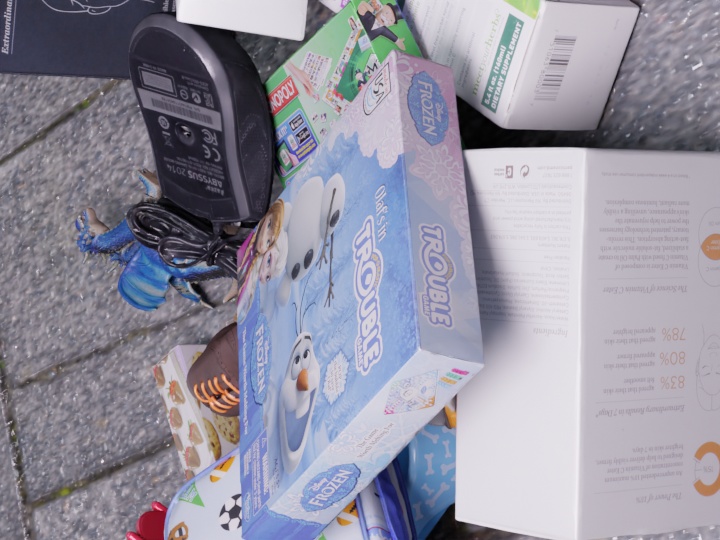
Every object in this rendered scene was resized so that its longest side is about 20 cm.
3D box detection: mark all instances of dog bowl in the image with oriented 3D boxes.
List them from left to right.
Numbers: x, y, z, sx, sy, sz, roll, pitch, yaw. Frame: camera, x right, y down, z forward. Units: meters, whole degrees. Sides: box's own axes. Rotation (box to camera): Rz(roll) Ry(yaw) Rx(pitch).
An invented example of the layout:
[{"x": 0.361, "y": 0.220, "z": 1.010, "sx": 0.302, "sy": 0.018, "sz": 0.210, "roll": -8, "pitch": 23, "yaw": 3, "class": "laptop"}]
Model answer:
[{"x": 0.009, "y": 0.145, "z": 1.378, "sx": 0.111, "sy": 0.049, "sz": 0.200, "roll": 39, "pitch": 121, "yaw": 42, "class": "dog bowl"}]

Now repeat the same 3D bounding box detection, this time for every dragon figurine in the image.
[{"x": -0.131, "y": -0.004, "z": 1.542, "sx": 0.200, "sy": 0.059, "sz": 0.100, "roll": 45, "pitch": 124, "yaw": 41, "class": "dragon figurine"}]

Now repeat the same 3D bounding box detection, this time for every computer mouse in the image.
[{"x": -0.096, "y": -0.085, "z": 1.406, "sx": 0.138, "sy": 0.053, "sz": 0.200, "roll": 24, "pitch": 136, "yaw": 32, "class": "computer mouse"}]

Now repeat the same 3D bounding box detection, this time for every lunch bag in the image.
[{"x": -0.032, "y": 0.183, "z": 1.276, "sx": 0.160, "sy": 0.076, "sz": 0.200, "roll": -33, "pitch": 46, "yaw": 19, "class": "lunch bag"}]

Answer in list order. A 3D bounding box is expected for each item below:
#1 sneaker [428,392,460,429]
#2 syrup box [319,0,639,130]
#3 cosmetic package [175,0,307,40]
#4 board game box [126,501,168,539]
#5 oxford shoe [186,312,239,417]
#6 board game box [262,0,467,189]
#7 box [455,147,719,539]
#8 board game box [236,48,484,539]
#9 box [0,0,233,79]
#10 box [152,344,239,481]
[{"x": 0.021, "y": 0.046, "z": 1.262, "sx": 0.200, "sy": 0.077, "sz": 0.079, "roll": -132, "pitch": 43, "yaw": -83, "class": "sneaker"}, {"x": 0.061, "y": -0.158, "z": 1.287, "sx": 0.200, "sy": 0.081, "sz": 0.079, "roll": 39, "pitch": 120, "yaw": 41, "class": "syrup box"}, {"x": -0.071, "y": -0.215, "z": 1.378, "sx": 0.200, "sy": 0.081, "sz": 0.113, "roll": -103, "pitch": 23, "yaw": -74, "class": "cosmetic package"}, {"x": -0.161, "y": 0.201, "z": 1.420, "sx": 0.039, "sy": 0.200, "sz": 0.158, "roll": 37, "pitch": 158, "yaw": 0, "class": "board game box"}, {"x": -0.068, "y": 0.067, "z": 1.390, "sx": 0.071, "sy": 0.073, "sz": 0.200, "roll": 48, "pitch": 176, "yaw": -4, "class": "oxford shoe"}, {"x": -0.002, "y": -0.075, "z": 1.332, "sx": 0.135, "sy": 0.029, "sz": 0.200, "roll": 65, "pitch": 156, "yaw": 3, "class": "board game box"}, {"x": 0.127, "y": 0.036, "z": 1.177, "sx": 0.097, "sy": 0.124, "sz": 0.201, "roll": 3, "pitch": 93, "yaw": 51, "class": "box"}, {"x": -0.007, "y": 0.018, "z": 1.201, "sx": 0.199, "sy": 0.043, "sz": 0.200, "roll": -49, "pitch": 34, "yaw": 42, "class": "board game box"}, {"x": -0.190, "y": -0.210, "z": 1.498, "sx": 0.107, "sy": 0.200, "sz": 0.149, "roll": 18, "pitch": 104, "yaw": 49, "class": "box"}, {"x": -0.091, "y": 0.146, "z": 1.512, "sx": 0.039, "sy": 0.041, "sz": 0.200, "roll": -41, "pitch": 60, "yaw": 43, "class": "box"}]
